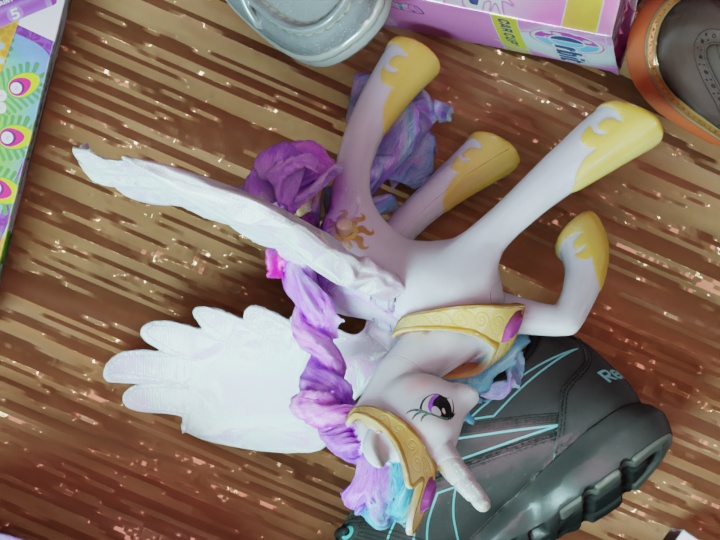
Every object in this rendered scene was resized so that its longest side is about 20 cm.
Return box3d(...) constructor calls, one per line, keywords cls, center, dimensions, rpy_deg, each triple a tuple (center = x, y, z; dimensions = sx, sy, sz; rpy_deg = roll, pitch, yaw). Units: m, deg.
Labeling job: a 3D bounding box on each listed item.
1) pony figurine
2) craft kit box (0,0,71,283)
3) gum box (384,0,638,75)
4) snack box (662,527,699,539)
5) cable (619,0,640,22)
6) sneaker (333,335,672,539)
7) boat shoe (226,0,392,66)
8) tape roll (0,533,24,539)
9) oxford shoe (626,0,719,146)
box3d(cls="pony figurine", center=(0.000, 0.000, 0.843), dimensions=(0.193, 0.167, 0.200), rpy_deg=(20, 56, 23))
box3d(cls="craft kit box", center=(-0.224, -0.094, 0.881), dimensions=(0.200, 0.049, 0.198), rpy_deg=(13, 82, -5))
box3d(cls="gum box", center=(0.073, -0.194, 0.894), dimensions=(0.113, 0.066, 0.200), rpy_deg=(12, 85, 12))
box3d(cls="snack box", center=(0.109, 0.211, 0.904), dimensions=(0.072, 0.024, 0.200), rpy_deg=(34, 84, -2))
box3d(cls="cable", center=(0.152, -0.171, 0.923), dimensions=(0.200, 0.050, 0.097), rpy_deg=(-26, 88, -7))
box3d(cls="sneaker", center=(0.031, 0.100, 0.890), dimensions=(0.200, 0.075, 0.079), rpy_deg=(-34, 71, -9))
box3d(cls="boat shoe", center=(-0.059, -0.168, 0.863), dimensions=(0.074, 0.065, 0.202), rpy_deg=(-36, 71, 21))
box3d(cls="tape roll", center=(-0.154, 0.202, 0.821), dimensions=(0.200, 0.066, 0.200), rpy_deg=(-4, 72, 12))
box3d(cls="oxford shoe", center=(0.206, -0.055, 0.895), dimensions=(0.200, 0.073, 0.071), rpy_deg=(23, 84, -22))
